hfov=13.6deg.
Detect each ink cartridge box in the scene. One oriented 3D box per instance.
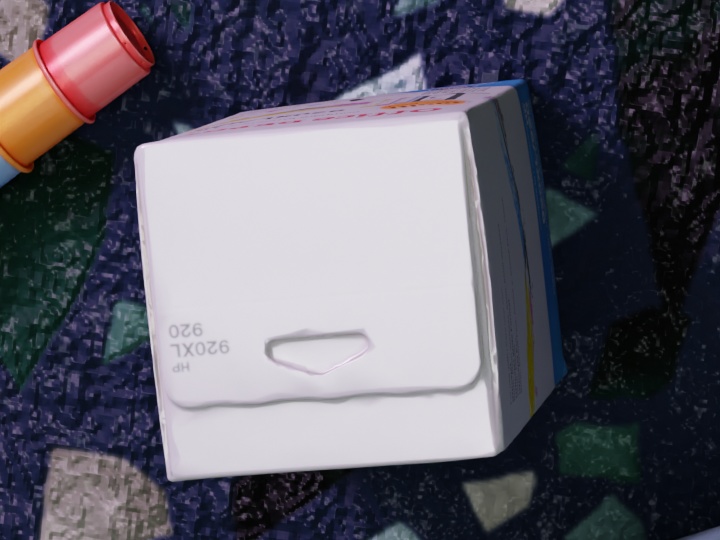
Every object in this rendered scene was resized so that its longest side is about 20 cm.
[{"bbox_3d":[0.000,0.000,1.315,0.146,0.200,0.146,-6,96,11],"label":"ink cartridge box"}]

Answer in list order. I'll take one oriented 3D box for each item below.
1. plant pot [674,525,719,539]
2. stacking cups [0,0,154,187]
[{"bbox_3d":[0.161,0.201,1.310,0.195,0.200,0.197,-18,94,12],"label":"plant pot"},{"bbox_3d":[-0.185,-0.052,1.417,0.199,0.060,0.061,-33,90,13],"label":"stacking cups"}]
